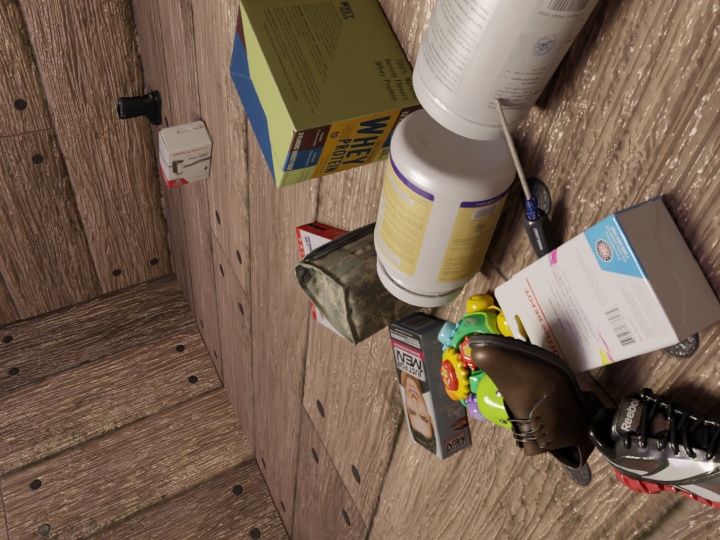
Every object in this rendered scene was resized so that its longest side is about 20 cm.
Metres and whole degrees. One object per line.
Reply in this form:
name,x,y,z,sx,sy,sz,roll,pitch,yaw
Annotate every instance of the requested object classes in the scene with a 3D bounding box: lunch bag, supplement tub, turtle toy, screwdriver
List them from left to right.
lunch bag,0.000,0.000,0.937,0.199,0.161,0.121,32,140,54
supplement tub,0.092,-0.070,0.719,0.147,0.142,0.203,54,150,33
turtle toy,0.157,0.122,0.734,0.200,0.098,0.150,-149,46,-69
supplement tub,0.133,-0.234,0.539,0.134,0.129,0.201,62,153,21
screwdriver,0.166,-0.084,0.599,0.029,0.028,0.202,30,158,44

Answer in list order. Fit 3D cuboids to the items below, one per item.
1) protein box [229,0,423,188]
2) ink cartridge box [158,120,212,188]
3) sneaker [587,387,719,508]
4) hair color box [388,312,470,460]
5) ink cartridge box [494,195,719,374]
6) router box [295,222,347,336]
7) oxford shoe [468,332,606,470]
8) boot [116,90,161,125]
protein box,-0.051,-0.254,0.834,0.203,0.196,0.135,65,154,14
ink cartridge box,-0.551,-0.362,1.900,0.084,0.144,0.201,62,155,16
sneaker,0.276,0.150,0.524,0.097,0.071,0.200,40,157,-8
hair color box,0.107,0.178,0.949,0.098,0.059,0.206,14,119,62
ink cartridge box,0.225,0.029,0.588,0.118,0.066,0.200,66,155,11
router box,-0.059,0.016,1.211,0.178,0.048,0.206,21,124,61
oxford shoe,0.172,0.132,0.589,0.199,0.086,0.072,39,153,-23
boot,-0.885,-0.636,2.411,0.078,0.164,0.200,66,155,10
